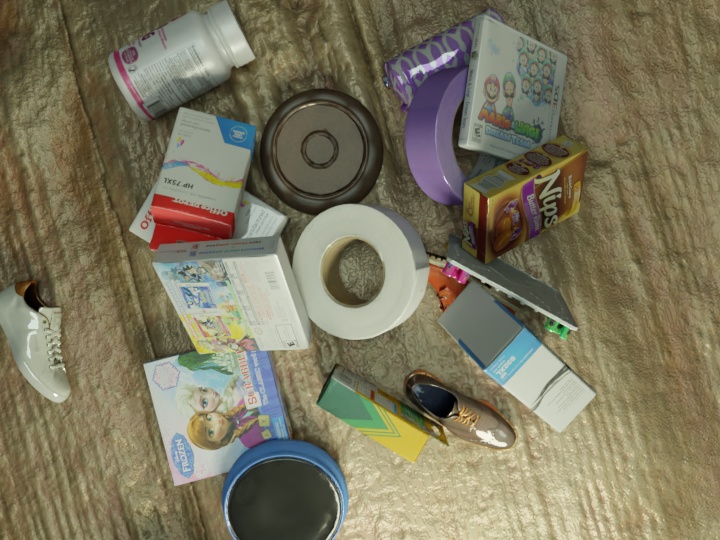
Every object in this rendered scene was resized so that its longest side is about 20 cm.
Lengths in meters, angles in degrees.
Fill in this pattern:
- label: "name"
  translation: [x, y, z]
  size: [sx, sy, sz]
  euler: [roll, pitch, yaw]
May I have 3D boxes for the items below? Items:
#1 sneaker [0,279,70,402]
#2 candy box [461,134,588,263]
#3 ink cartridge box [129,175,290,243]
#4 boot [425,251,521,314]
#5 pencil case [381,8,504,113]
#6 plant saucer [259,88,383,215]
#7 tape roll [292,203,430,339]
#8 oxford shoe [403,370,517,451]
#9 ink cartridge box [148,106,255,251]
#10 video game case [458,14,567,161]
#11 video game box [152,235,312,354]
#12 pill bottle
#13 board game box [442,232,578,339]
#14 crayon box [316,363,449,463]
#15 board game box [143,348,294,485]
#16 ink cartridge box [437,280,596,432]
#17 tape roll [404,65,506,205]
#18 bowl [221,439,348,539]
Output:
- label: "sneaker"
  translation: [-0.498, 0.107, 1.173]
  size: [0.084, 0.073, 0.201]
  euler: [-29, 89, 4]
- label: "candy box"
  translation: [0.240, -0.106, 1.091]
  size: [0.199, 0.056, 0.117]
  euler: [-28, 135, -25]
- label: "ink cartridge box"
  translation: [-0.231, -0.071, 1.156]
  size: [0.199, 0.084, 0.146]
  euler: [31, 90, 1]
- label: "boot"
  translation: [0.143, 0.042, 1.158]
  size: [0.199, 0.075, 0.108]
  euler: [30, 97, 0]
- label: "pencil case"
  translation: [0.134, -0.321, 1.144]
  size: [0.199, 0.084, 0.086]
  euler: [-27, 117, 3]
- label: "plant saucer"
  translation: [-0.063, -0.188, 1.178]
  size: [0.198, 0.032, 0.202]
  euler: [0, 92, 3]
- label: "tape roll"
  translation: [0.000, 0.000, 1.128]
  size: [0.201, 0.071, 0.205]
  euler: [2, 94, 22]
- label: "oxford shoe"
  translation: [0.155, 0.227, 1.158]
  size: [0.199, 0.073, 0.072]
  euler: [27, 91, 0]
- label: "ink cartridge box"
  translation: [-0.227, -0.119, 1.071]
  size: [0.115, 0.067, 0.202]
  euler: [12, 71, -7]
- label: "video game case"
  translation: [0.226, -0.251, 1.090]
  size: [0.199, 0.024, 0.184]
  euler: [8, 90, -40]
- label: "video game box"
  translation: [-0.179, 0.041, 1.083]
  size: [0.180, 0.047, 0.201]
  euler: [-5, 134, 9]
- label: "pill bottle"
  translation: [-0.268, -0.321, 1.138]
  size: [0.199, 0.113, 0.114]
  euler: [-27, 90, 1]
- label: "board game box"
  translation: [0.211, 0.018, 1.093]
  size: [0.199, 0.200, 0.026]
  euler: [29, 105, 1]
- label: "crayon box"
  translation: [0.033, 0.221, 1.135]
  size: [0.199, 0.126, 0.052]
  euler: [30, 92, 1]
- label: "board game box"
  translation: [-0.221, 0.216, 1.184]
  size: [0.198, 0.041, 0.202]
  euler: [-15, 91, 2]
- label: "ink cartridge box"
  translation: [0.225, 0.124, 1.078]
  size: [0.084, 0.145, 0.200]
  euler: [-48, 123, 4]
- label: "tape roll"
  translation: [0.158, -0.196, 1.097]
  size: [0.199, 0.065, 0.202]
  euler: [-7, 100, -40]
- label: "bowl"
  translation: [-0.117, 0.362, 1.162]
  size: [0.198, 0.039, 0.203]
  euler: [-1, 105, -3]
